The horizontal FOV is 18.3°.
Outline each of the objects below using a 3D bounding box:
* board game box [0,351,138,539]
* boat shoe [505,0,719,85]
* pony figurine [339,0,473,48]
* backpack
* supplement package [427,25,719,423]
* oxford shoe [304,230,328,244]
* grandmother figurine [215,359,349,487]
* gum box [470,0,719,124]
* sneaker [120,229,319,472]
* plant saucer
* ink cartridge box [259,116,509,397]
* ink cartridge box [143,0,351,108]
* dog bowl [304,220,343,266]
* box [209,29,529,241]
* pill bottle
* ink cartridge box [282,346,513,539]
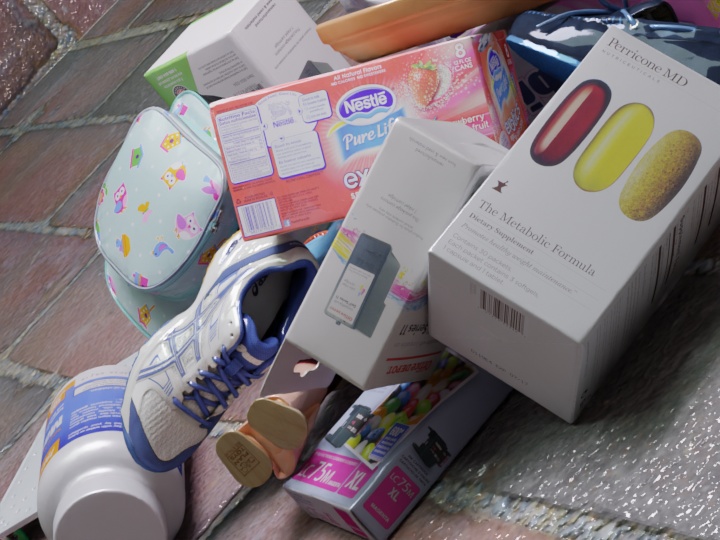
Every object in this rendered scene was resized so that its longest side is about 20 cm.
[{"bbox_3d":[-0.226,0.144,1.939,0.200,0.026,0.200,-32,22,32],"label":"board game box"},{"bbox_3d":[0.192,-0.143,1.459,0.200,0.084,0.069,20,84,28],"label":"boat shoe"},{"bbox_3d":[0.090,-0.170,1.824,0.200,0.167,0.193,-33,25,-26],"label":"pony figurine"},{"bbox_3d":[-0.130,-0.031,1.856,0.176,0.153,0.200,40,117,41],"label":"backpack"},{"bbox_3d":[0.142,-0.030,1.370,0.200,0.114,0.110,-51,-19,-23],"label":"supplement package"},{"bbox_3d":[0.014,-0.013,1.764,0.072,0.071,0.200,-13,-15,-43],"label":"oxford shoe"},{"bbox_3d":[-0.043,0.089,1.587,0.121,0.061,0.200,-37,4,25],"label":"grandmother figurine"},{"bbox_3d":[0.179,-0.169,1.658,0.200,0.114,0.066,-29,22,34],"label":"gum box"},{"bbox_3d":[-0.101,0.058,1.596,0.200,0.075,0.088,-61,28,-2],"label":"sneaker"},{"bbox_3d":[0.067,-0.188,1.586,0.200,0.038,0.200,-18,5,2],"label":"plant saucer"},{"bbox_3d":[0.025,0.007,1.412,0.200,0.067,0.117,-63,-20,13],"label":"ink cartridge box"},{"bbox_3d":[-0.071,-0.140,1.976,0.145,0.200,0.084,-18,28,51],"label":"ink cartridge box"},{"bbox_3d":[0.000,0.000,1.674,0.200,0.111,0.050,-31,35,31],"label":"dog bowl"},{"bbox_3d":[0.010,-0.095,1.549,0.199,0.103,0.095,-14,4,20],"label":"box"},{"bbox_3d":[-0.188,0.159,1.692,0.112,0.112,0.200,-39,18,10],"label":"pill bottle"},{"bbox_3d":[0.043,0.089,1.491,0.200,0.042,0.119,-46,19,-15],"label":"ink cartridge box"}]
